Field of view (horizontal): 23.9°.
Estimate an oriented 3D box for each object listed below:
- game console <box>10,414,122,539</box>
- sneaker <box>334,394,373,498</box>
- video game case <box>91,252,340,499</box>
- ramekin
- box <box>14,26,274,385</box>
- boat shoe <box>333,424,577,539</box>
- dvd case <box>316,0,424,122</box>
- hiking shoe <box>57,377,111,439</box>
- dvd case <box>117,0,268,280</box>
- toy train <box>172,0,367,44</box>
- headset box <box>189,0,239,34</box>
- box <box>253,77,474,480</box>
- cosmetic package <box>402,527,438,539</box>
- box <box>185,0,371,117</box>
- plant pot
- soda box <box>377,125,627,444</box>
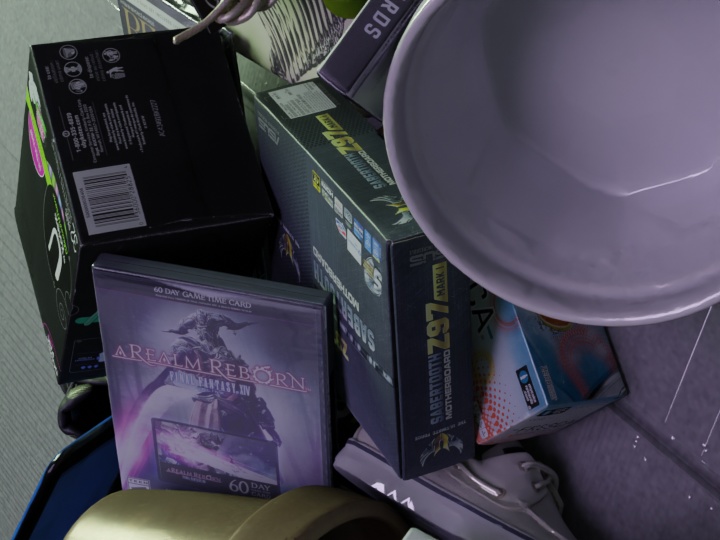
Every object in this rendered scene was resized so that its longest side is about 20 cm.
[{"bbox_3d":[-0.150,0.177,1.165,0.119,0.170,0.200,-85,21,-50],"label":"game console"},{"bbox_3d":[-0.043,0.093,1.079,0.200,0.074,0.082,40,128,-3],"label":"sneaker"},{"bbox_3d":[-0.083,0.085,1.019,0.142,0.019,0.200,9,129,14],"label":"video game case"},{"bbox_3d":[0.119,-0.084,0.808,0.200,0.105,0.201,10,126,14],"label":"ramekin"},{"bbox_3d":[-0.147,-0.038,1.103,0.200,0.124,0.149,115,142,-60],"label":"box"},{"bbox_3d":[0.079,0.130,0.970,0.200,0.071,0.070,26,76,33],"label":"boat shoe"},{"bbox_3d":[0.040,-0.147,0.878,0.025,0.200,0.150,37,94,4],"label":"dvd case"},{"bbox_3d":[-0.192,0.090,1.293,0.200,0.100,0.076,12,101,51],"label":"hiking shoe"},{"bbox_3d":[-0.120,-0.101,1.193,0.149,0.016,0.200,38,143,44],"label":"dvd case"},{"bbox_3d":[-0.016,-0.171,0.927,0.200,0.116,0.085,-41,73,-4],"label":"toy train"},{"bbox_3d":[-0.043,-0.259,1.018,0.149,0.200,0.077,59,178,29],"label":"headset box"},{"bbox_3d":[0.000,0.000,0.977,0.200,0.051,0.158,-129,29,-52],"label":"box"},{"bbox_3d":[0.052,0.241,0.930,0.101,0.071,0.200,25,142,23],"label":"cosmetic package"},{"bbox_3d":[-0.033,-0.168,1.084,0.200,0.068,0.082,33,125,46],"label":"box"},{"bbox_3d":[-0.086,0.204,0.996,0.174,0.200,0.201,17,107,33],"label":"plant pot"},{"bbox_3d":[0.077,-0.007,0.965,0.068,0.063,0.201,-36,66,48],"label":"soda box"}]
